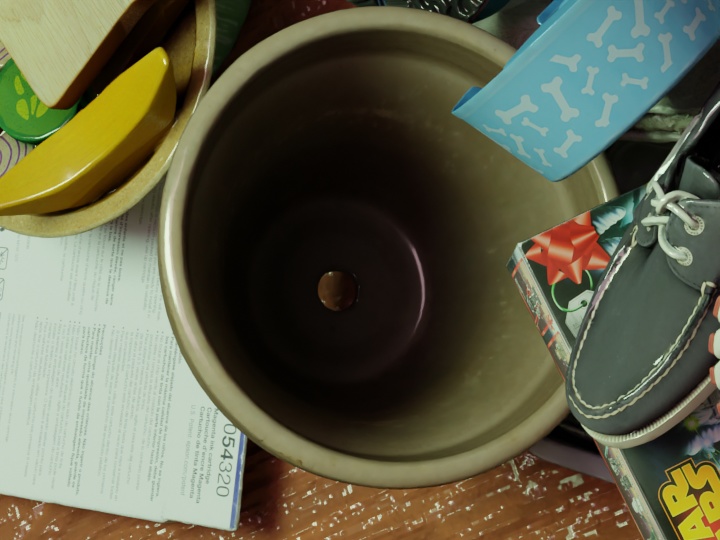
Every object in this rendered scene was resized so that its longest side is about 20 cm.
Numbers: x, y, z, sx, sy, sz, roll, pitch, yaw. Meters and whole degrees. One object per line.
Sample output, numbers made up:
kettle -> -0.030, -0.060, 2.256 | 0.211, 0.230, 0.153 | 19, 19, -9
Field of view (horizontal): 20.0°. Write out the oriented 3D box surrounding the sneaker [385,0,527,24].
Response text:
sneaker -> 0.094, -0.176, 0.872 | 0.199, 0.093, 0.071 | -39, 84, 38

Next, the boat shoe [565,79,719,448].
boat shoe -> 0.124, -0.029, 0.746 | 0.073, 0.062, 0.201 | 40, 103, 46

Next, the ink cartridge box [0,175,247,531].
ink cartridge box -> -0.127, 0.028, 1.081 | 0.198, 0.043, 0.199 | 6, 87, 28

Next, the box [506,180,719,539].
box -> 0.163, 0.053, 0.811 | 0.136, 0.040, 0.201 | -25, 80, -8

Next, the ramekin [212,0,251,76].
ramekin -> -0.150, -0.170, 1.089 | 0.198, 0.097, 0.202 | -5, 80, 30

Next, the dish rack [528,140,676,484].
dish rack -> 0.171, 0.022, 0.903 | 0.199, 0.043, 0.173 | 15, 92, 31

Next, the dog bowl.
dog bowl -> 0.109, -0.102, 0.809 | 0.050, 0.200, 0.111 | 47, 127, -3

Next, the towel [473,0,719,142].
towel -> 0.136, -0.121, 0.923 | 0.198, 0.035, 0.134 | 5, 62, 30

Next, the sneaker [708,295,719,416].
sneaker -> 0.181, -0.004, 0.696 | 0.082, 0.077, 0.202 | 45, 129, 49

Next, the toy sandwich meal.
toy sandwich meal -> -0.151, -0.115, 0.982 | 0.203, 0.070, 0.208 | -4, 82, 30

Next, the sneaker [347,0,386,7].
sneaker -> 0.037, -0.204, 0.946 | 0.200, 0.075, 0.078 | -45, 45, 52

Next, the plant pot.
plant pot -> 0.000, 0.000, 0.914 | 0.198, 0.175, 0.203 | 2, 82, -11
